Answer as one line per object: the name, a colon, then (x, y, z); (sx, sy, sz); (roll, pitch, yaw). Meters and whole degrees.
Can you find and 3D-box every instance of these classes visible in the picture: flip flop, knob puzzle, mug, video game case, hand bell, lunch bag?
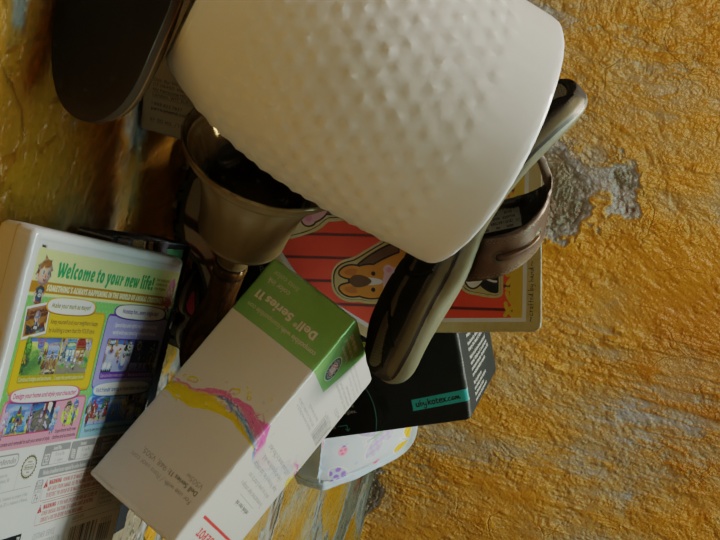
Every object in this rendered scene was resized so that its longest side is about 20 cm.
flip flop: (0.070, -0.018, 0.700); (0.201, 0.057, 0.081); (-61, -166, 13)
knob puzzle: (0.013, -0.051, 0.769); (0.030, 0.217, 0.222); (-39, 142, -76)
mug: (0.001, -0.129, 0.662); (0.148, 0.174, 0.202); (-43, -155, 53)
video game case: (-0.157, 0.073, 0.650); (0.200, 0.022, 0.184); (18, 86, -78)
hand bell: (-0.082, 0.003, 0.774); (0.105, 0.103, 0.201); (-66, 178, -51)
lunch bag: (-0.002, 0.077, 1.096); (0.200, 0.126, 0.171); (-55, 153, -56)

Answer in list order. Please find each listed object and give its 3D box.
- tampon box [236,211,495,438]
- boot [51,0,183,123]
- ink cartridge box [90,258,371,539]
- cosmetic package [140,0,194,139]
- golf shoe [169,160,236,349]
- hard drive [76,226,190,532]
tampon box: (0.000, 0.000, 0.862); (0.126, 0.148, 0.203); (-34, 114, -74)
boot: (-0.101, -0.164, 0.640); (0.075, 0.073, 0.202); (38, 63, -66)
ink cartridge box: (-0.083, 0.105, 0.726); (0.200, 0.067, 0.117); (-50, 162, -14)
cosmetic package: (-0.081, -0.189, 0.784); (0.104, 0.072, 0.202); (-59, 162, -62)
golf shoe: (-0.095, -0.019, 0.935); (0.077, 0.087, 0.202); (-63, 164, -51)
hard drive: (-0.164, 0.075, 0.781); (0.140, 0.037, 0.202); (-5, 109, -82)
